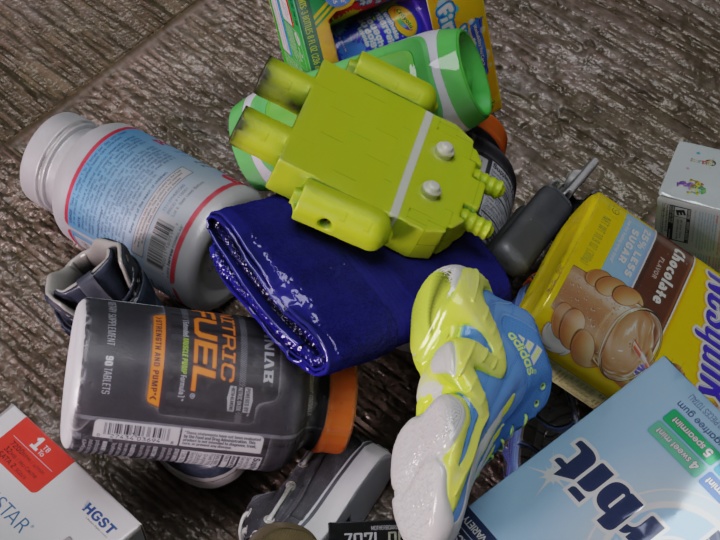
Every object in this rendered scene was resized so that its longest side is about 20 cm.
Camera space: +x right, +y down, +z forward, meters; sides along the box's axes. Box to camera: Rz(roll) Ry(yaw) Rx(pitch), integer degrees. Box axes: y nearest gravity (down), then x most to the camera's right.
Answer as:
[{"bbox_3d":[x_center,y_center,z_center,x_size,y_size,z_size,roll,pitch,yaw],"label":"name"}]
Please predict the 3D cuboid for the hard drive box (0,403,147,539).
[{"bbox_3d":[-0.272,0.219,1.242,0.156,0.077,0.200,35,62,28],"label":"hard drive box"}]

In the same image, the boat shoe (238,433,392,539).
[{"bbox_3d":[-0.055,0.189,1.246,0.067,0.072,0.200,25,55,21],"label":"boat shoe"}]

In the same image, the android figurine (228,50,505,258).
[{"bbox_3d":[0.009,-0.082,1.251,0.199,0.041,0.183,26,44,-3],"label":"android figurine"}]

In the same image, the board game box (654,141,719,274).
[{"bbox_3d":[0.324,-0.005,1.314,0.199,0.148,0.064,15,52,17],"label":"board game box"}]

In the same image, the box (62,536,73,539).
[{"bbox_3d":[-0.185,0.281,1.103,0.112,0.201,0.101,-32,55,-21],"label":"box"}]

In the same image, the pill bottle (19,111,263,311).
[{"bbox_3d":[-0.181,-0.055,1.432,0.199,0.109,0.109,28,59,25],"label":"pill bottle"}]

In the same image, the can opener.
[{"bbox_3d":[0.152,-0.029,1.369,0.067,0.053,0.200,46,36,-2],"label":"can opener"}]

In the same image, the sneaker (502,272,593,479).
[{"bbox_3d":[0.132,0.105,1.300,0.075,0.078,0.201,18,58,-20],"label":"sneaker"}]

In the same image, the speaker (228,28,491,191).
[{"bbox_3d":[-0.001,-0.126,1.378,0.199,0.089,0.089,-17,48,19],"label":"speaker"}]

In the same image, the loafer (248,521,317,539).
[{"bbox_3d":[-0.062,0.266,1.137,0.075,0.067,0.202,6,84,-8],"label":"loafer"}]

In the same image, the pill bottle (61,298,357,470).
[{"bbox_3d":[-0.104,0.083,1.219,0.199,0.107,0.107,7,50,-13],"label":"pill bottle"}]

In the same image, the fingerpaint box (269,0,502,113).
[{"bbox_3d":[0.020,-0.199,1.462,0.166,0.201,0.073,-25,38,-15],"label":"fingerpaint box"}]

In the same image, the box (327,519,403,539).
[{"bbox_3d":[0.077,0.255,1.169,0.198,0.086,0.165,-4,51,3],"label":"box"}]

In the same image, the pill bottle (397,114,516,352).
[{"bbox_3d":[0.066,-0.040,1.396,0.105,0.107,0.201,8,52,12],"label":"pill bottle"}]

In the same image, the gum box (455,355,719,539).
[{"bbox_3d":[0.177,0.177,1.122,0.200,0.045,0.170,-36,56,-12],"label":"gum box"}]

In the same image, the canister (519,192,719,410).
[{"bbox_3d":[0.218,0.053,1.264,0.199,0.087,0.149,33,58,-4],"label":"canister"}]

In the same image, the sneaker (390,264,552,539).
[{"bbox_3d":[0.083,0.097,1.150,0.105,0.076,0.201,20,64,-25],"label":"sneaker"}]

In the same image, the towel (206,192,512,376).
[{"bbox_3d":[0.000,0.000,1.235,0.199,0.050,0.148,-17,59,-41],"label":"towel"}]

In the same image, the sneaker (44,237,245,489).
[{"bbox_3d":[-0.163,0.065,1.304,0.077,0.146,0.203,-36,54,-5],"label":"sneaker"}]
